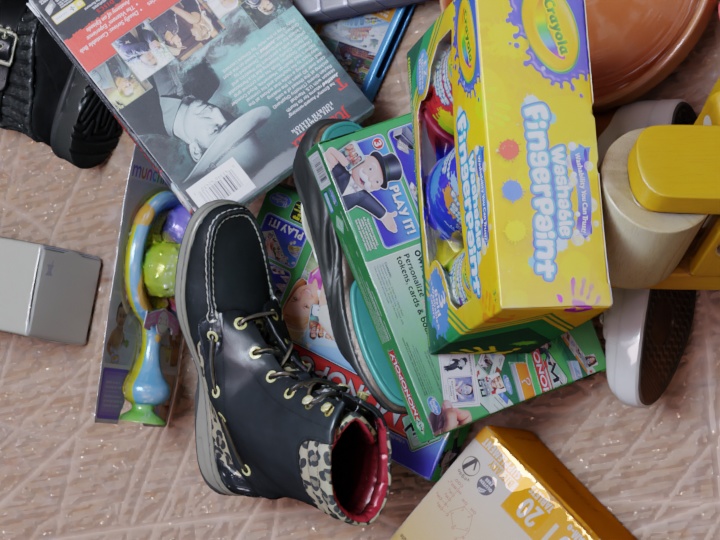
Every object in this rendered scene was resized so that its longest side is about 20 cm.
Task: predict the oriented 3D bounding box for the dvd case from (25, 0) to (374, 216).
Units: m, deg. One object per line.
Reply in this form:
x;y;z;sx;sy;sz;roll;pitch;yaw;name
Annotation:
-0.107;-0.144;1.701;0.146;0.022;0.200;-37;82;-12;dvd case

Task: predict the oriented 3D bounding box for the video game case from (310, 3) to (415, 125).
-0.024;-0.204;1.763;0.143;0.018;0.200;27;96;27;video game case

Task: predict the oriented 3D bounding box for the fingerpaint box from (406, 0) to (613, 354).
0.085;-0.060;1.530;0.073;0.167;0.200;-1;80;-14;fingerpaint box

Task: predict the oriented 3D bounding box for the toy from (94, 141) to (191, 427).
-0.128;0.011;1.740;0.047;0.115;0.200;12;89;22;toy

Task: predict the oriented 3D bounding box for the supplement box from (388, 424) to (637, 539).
0.074;0.215;1.631;0.126;0.073;0.200;45;105;25;supplement box

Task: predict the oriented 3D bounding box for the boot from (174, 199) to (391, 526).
-0.046;0.061;1.632;0.154;0.073;0.204;13;112;50;boot

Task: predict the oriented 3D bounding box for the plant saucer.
0.146;-0.197;1.655;0.200;0.032;0.201;-8;73;29;plant saucer

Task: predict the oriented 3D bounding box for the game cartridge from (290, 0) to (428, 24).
-0.011;-0.273;1.737;0.129;0.038;0.200;-9;79;30;game cartridge

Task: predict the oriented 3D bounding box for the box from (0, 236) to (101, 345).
-0.295;0.004;1.848;0.200;0.082;0.069;10;88;30;box

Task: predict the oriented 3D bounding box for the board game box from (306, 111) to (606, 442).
0.063;-0.006;1.618;0.200;0.134;0.029;69;157;4;board game box

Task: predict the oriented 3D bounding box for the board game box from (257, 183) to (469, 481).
-0.001;0.040;1.709;0.200;0.029;0.135;25;95;28;board game box

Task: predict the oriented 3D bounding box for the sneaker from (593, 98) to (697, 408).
0.167;-0.009;1.615;0.085;0.073;0.200;-2;72;30;sneaker

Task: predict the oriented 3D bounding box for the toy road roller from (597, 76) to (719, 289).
0.227;-0.073;1.530;0.200;0.123;0.146;-2;64;-12;toy road roller

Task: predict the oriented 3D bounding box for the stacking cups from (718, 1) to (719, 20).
0.320;-0.183;1.563;0.200;0.060;0.061;-16;77;31;stacking cups

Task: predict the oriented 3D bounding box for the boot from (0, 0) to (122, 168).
-0.226;-0.192;1.834;0.158;0.079;0.211;28;98;28;boot

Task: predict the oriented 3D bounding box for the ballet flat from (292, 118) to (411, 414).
0.000;0.000;1.649;0.068;0.068;0.200;-26;75;57;ballet flat
